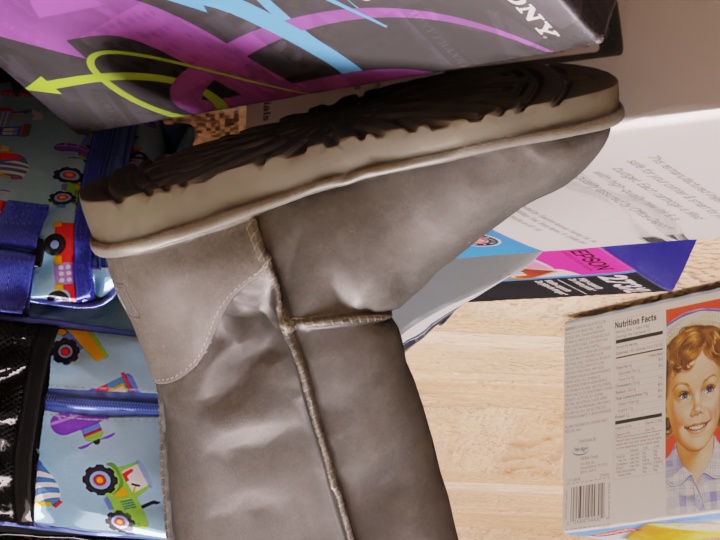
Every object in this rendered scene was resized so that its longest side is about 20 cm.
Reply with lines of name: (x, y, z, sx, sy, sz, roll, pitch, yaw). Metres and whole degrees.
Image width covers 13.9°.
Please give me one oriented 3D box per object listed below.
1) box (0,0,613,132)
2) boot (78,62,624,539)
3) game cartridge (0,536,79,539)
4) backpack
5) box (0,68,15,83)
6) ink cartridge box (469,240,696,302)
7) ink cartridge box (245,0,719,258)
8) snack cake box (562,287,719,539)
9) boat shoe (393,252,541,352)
box: (-0.045, -0.102, 0.845, 0.200, 0.036, 0.143, -9, 144, 36)
boot: (0.013, 0.047, 0.916, 0.182, 0.200, 0.073, -15, -166, 4)
game cartridge: (-0.134, 0.087, 1.042, 0.200, 0.038, 0.130, -18, -153, -39)
backpack: (-0.086, 0.015, 1.010, 0.200, 0.135, 0.183, 5, -157, 3)
box: (-0.174, -0.018, 1.130, 0.200, 0.036, 0.143, -7, 128, 14)
ink cartridge box: (0.074, -0.013, 1.328, 0.200, 0.037, 0.095, -6, 165, 25)
ink cartridge box: (0.083, -0.064, 0.993, 0.200, 0.084, 0.146, -5, 165, 28)
snack cake box: (0.190, 0.070, 1.478, 0.067, 0.115, 0.200, 12, 164, -36)
boat shoe: (0.000, 0.000, 1.167, 0.071, 0.200, 0.091, 50, 172, -8)
